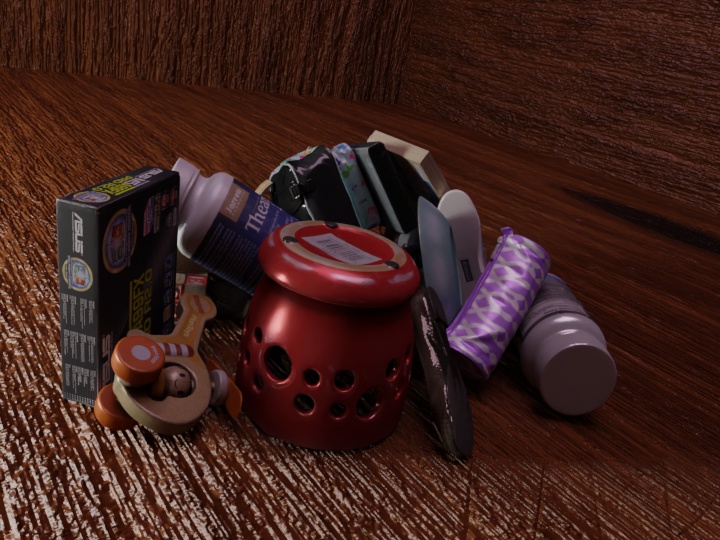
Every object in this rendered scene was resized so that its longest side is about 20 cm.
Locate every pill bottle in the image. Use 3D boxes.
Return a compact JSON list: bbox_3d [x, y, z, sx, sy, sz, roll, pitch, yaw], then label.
[{"bbox_3d":[-0.157,-0.048,0.744,0.197,0.112,0.112,32,15,-19],"label":"pill bottle"},{"bbox_3d":[0.257,0.092,0.797,0.109,0.118,0.201,10,22,-3],"label":"pill bottle"}]

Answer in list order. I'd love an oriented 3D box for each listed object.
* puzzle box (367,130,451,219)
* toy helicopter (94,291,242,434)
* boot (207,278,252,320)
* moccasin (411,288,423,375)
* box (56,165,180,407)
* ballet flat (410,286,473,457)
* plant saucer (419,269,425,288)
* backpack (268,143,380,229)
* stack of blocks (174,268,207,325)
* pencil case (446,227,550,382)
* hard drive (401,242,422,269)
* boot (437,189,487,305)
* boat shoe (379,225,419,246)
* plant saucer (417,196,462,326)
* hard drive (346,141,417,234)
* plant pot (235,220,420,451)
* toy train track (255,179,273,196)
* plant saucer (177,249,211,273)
[{"bbox_3d":[0.098,-0.135,0.977,0.132,0.026,0.201,34,-11,45],"label":"puzzle box"},{"bbox_3d":[-0.180,0.089,0.627,0.129,0.080,0.202,25,27,-14],"label":"toy helicopter"},{"bbox_3d":[-0.167,0.004,0.878,0.182,0.066,0.198,20,28,27],"label":"boot"},{"bbox_3d":[0.068,0.060,0.826,0.071,0.080,0.202,13,22,5],"label":"moccasin"},{"bbox_3d":[-0.245,0.009,0.623,0.043,0.207,0.161,11,21,6],"label":"box"},{"bbox_3d":[0.084,0.112,0.676,0.067,0.045,0.205,40,32,-50],"label":"ballet flat"},{"bbox_3d":[0.057,0.001,1.033,0.193,0.028,0.201,10,22,-4],"label":"plant saucer"},{"bbox_3d":[-0.069,-0.108,0.985,0.148,0.182,0.198,-28,9,-24],"label":"backpack"},{"bbox_3d":[-0.267,-0.001,0.828,0.111,0.061,0.201,5,23,-15],"label":"stack of blocks"},{"bbox_3d":[0.173,0.043,0.777,0.085,0.203,0.083,42,-22,-20],"label":"pencil case"},{"bbox_3d":[0.000,0.000,0.858,0.132,0.044,0.197,-12,2,45],"label":"hard drive"},{"bbox_3d":[0.164,-0.032,0.958,0.070,0.207,0.091,-9,14,12],"label":"boot"},{"bbox_3d":[0.069,-0.055,1.037,0.083,0.077,0.202,11,14,15],"label":"boat shoe"},{"bbox_3d":[0.115,-0.003,0.828,0.037,0.208,0.202,-8,18,12],"label":"plant saucer"},{"bbox_3d":[0.023,-0.139,0.981,0.032,0.143,0.200,-29,16,-10],"label":"hard drive"},{"bbox_3d":[-0.030,0.056,0.650,0.193,0.189,0.201,11,20,-4],"label":"plant pot"},{"bbox_3d":[-0.165,-0.092,0.920,0.032,0.116,0.199,41,-6,-37],"label":"toy train track"},{"bbox_3d":[-0.249,-0.054,0.840,0.193,0.036,0.201,11,22,-4],"label":"plant saucer"}]
